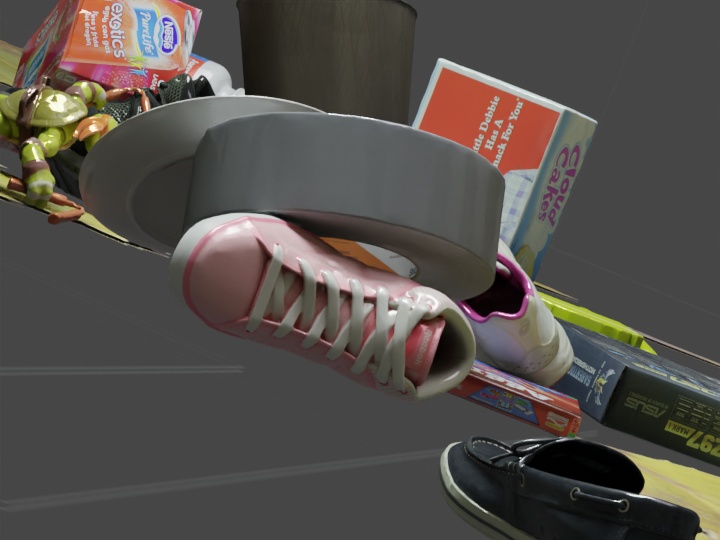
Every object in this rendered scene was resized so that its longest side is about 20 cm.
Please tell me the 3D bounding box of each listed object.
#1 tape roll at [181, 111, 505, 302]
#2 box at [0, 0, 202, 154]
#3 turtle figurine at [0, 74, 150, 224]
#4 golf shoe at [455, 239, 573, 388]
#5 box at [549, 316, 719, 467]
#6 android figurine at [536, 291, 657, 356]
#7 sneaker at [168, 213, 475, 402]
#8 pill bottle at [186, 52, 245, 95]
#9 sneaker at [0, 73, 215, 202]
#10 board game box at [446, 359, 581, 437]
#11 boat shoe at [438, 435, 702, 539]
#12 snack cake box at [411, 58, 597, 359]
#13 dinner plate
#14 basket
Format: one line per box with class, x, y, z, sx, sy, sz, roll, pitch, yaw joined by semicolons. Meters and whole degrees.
tape roll;-0.010;-0.036;1.535;0.200;0.066;0.200;8;-16;2
box;-0.212;-0.153;1.937;0.099;0.096;0.200;20;-22;-18
turtle figurine;-0.238;-0.101;1.710;0.161;0.065;0.200;8;34;9
golf shoe;0.079;-0.002;1.709;0.200;0.075;0.092;48;-11;39
box;0.235;0.101;1.784;0.200;0.051;0.158;20;5;-22
android figurine;0.182;0.049;2.160;0.182;0.041;0.200;21;5;-8
sneaker;-0.012;0.023;1.434;0.200;0.076;0.105;23;-2;-40
pill bottle;-0.206;-0.184;2.595;0.200;0.112;0.112;21;5;10
sneaker;-0.179;-0.106;1.825;0.199;0.114;0.076;24;-25;26
board game box;0.050;0.062;1.608;0.200;0.019;0.103;22;6;1
boat shoe;0.097;0.106;1.108;0.074;0.062;0.200;17;5;-23
snack cake box;0.082;-0.044;1.820;0.115;0.200;0.067;24;5;28
dinner plate;-0.090;-0.054;1.637;0.200;0.024;0.200;-5;-31;-3
basket;-0.026;-0.107;1.898;0.136;0.201;0.180;-2;-8;21
